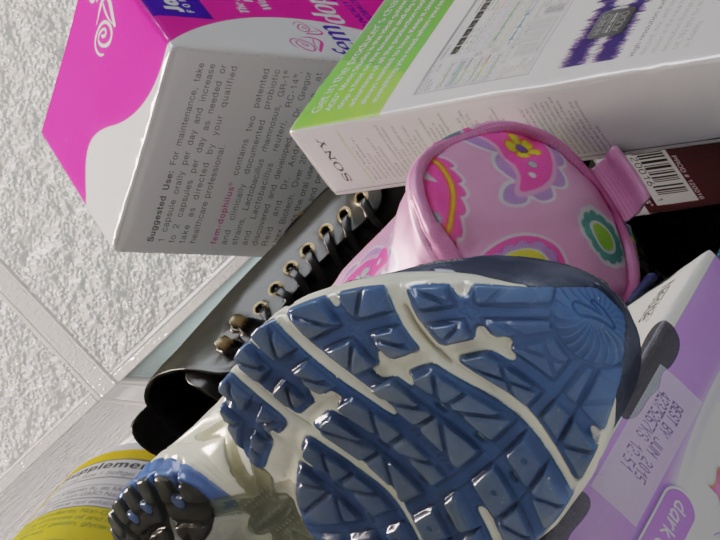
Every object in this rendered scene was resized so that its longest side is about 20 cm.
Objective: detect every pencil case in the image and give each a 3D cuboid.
[{"bbox_3d":[0.019,0.034,0.755,0.087,0.087,0.200,-49,-4,-44],"label":"pencil case"}]

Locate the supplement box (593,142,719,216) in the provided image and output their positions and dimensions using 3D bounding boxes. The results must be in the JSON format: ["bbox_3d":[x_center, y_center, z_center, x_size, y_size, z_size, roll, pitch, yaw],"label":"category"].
[{"bbox_3d":[0.172,-0.083,0.763,0.200,0.061,0.109,-8,36,48],"label":"supplement box"}]

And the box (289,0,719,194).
[{"bbox_3d":[0.086,-0.093,0.766,0.200,0.036,0.144,-5,41,43],"label":"box"}]

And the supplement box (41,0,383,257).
[{"bbox_3d":[-0.024,-0.071,1.011,0.101,0.200,0.103,52,133,46],"label":"supplement box"}]

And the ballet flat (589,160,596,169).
[{"bbox_3d":[0.072,-0.013,0.982,0.067,0.064,0.200,-68,-21,-44],"label":"ballet flat"}]

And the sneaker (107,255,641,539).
[{"bbox_3d":[0.008,0.031,0.573,0.085,0.077,0.200,-44,7,-36],"label":"sneaker"}]

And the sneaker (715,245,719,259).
[{"bbox_3d":[0.169,-0.040,0.652,0.200,0.073,0.082,-38,19,37],"label":"sneaker"}]

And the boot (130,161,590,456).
[{"bbox_3d":[0.000,0.000,0.870,0.138,0.077,0.200,-43,-3,-37],"label":"boot"}]

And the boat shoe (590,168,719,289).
[{"bbox_3d":[0.104,-0.001,0.893,0.200,0.072,0.066,-32,13,38],"label":"boat shoe"}]

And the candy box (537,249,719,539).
[{"bbox_3d":[0.025,0.104,0.631,0.200,0.072,0.168,-37,8,39],"label":"candy box"}]

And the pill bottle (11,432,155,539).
[{"bbox_3d":[-0.096,0.142,0.944,0.114,0.114,0.200,-39,7,32],"label":"pill bottle"}]
